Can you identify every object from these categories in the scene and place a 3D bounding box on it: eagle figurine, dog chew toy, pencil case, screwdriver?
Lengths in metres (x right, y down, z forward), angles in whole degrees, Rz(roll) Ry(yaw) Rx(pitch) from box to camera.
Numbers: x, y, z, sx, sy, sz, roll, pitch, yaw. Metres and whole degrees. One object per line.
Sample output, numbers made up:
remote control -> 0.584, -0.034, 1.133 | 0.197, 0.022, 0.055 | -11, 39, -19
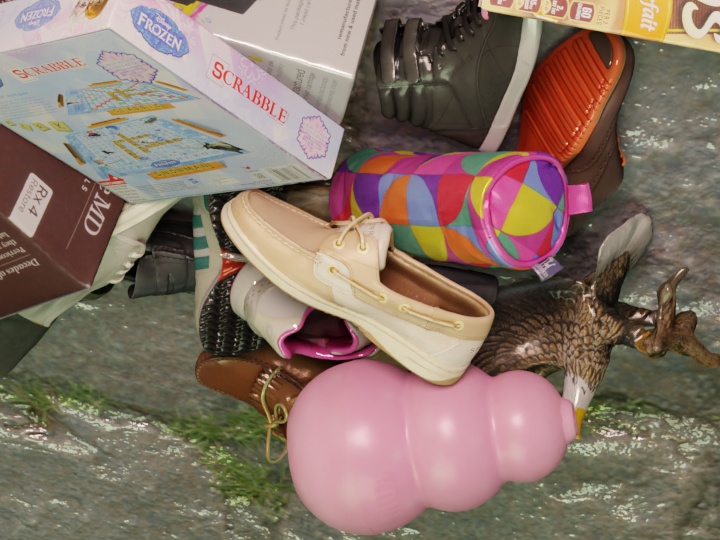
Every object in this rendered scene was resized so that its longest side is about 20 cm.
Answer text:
eagle figurine -> 0.145, 0.055, 1.435 | 0.200, 0.151, 0.152 | -5, 129, 32
dog chew toy -> 0.052, 0.118, 1.364 | 0.200, 0.125, 0.125 | -8, 137, 11
pencil case -> 0.063, -0.044, 1.334 | 0.088, 0.088, 0.200 | 43, 160, -31
screwdriver -> 0.000, 0.000, 1.368 | 0.200, 0.029, 0.028 | 10, 123, -4

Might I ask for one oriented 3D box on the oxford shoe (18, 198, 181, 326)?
oxford shoe -> -0.186, -0.023, 1.428 | 0.200, 0.075, 0.058 | -34, 113, 24

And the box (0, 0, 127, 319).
box -> -0.286, -0.088, 1.370 | 0.164, 0.166, 0.200 | -18, 132, 37

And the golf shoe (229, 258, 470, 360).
golf shoe -> 0.008, 0.034, 1.407 | 0.200, 0.092, 0.075 | -1, 122, -23

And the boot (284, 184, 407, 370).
boot -> 0.019, 0.029, 1.507 | 0.175, 0.066, 0.200 | 8, 140, 7

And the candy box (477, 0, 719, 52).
candy box -> 0.179, -0.196, 1.149 | 0.200, 0.055, 0.115 | 11, 104, 5

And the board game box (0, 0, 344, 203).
board game box -> -0.149, -0.111, 1.247 | 0.200, 0.041, 0.200 | -4, 152, 42

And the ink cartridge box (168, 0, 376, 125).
ink cartridge box -> -0.100, -0.156, 1.279 | 0.200, 0.083, 0.146 | 16, 157, -2

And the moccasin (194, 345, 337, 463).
moccasin -> -0.040, 0.114, 1.532 | 0.201, 0.078, 0.074 | 26, 144, 4

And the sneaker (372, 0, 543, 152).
sneaker -> 0.062, -0.151, 1.267 | 0.099, 0.071, 0.200 | 11, 146, -4

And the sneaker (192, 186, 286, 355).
sneaker -> -0.091, -0.027, 1.448 | 0.070, 0.093, 0.200 | -3, 134, -9

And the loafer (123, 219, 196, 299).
loafer -> -0.162, -0.006, 1.511 | 0.201, 0.070, 0.068 | 18, 148, -5

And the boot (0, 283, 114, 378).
boot -> -0.316, 0.008, 1.589 | 0.182, 0.073, 0.200 | 37, 143, -24

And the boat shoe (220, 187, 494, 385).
boat shoe -> 0.002, -0.004, 1.307 | 0.200, 0.074, 0.069 | 32, 119, -10

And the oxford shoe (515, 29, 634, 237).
oxford shoe -> 0.151, -0.093, 1.334 | 0.073, 0.071, 0.200 | -4, 144, -24
